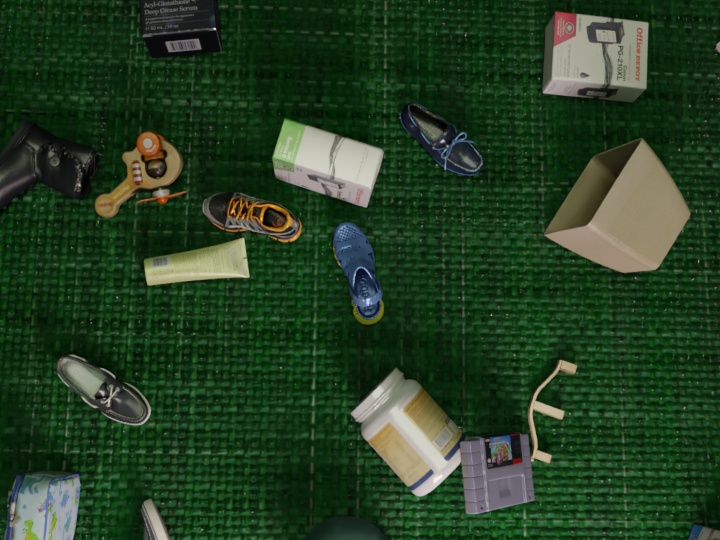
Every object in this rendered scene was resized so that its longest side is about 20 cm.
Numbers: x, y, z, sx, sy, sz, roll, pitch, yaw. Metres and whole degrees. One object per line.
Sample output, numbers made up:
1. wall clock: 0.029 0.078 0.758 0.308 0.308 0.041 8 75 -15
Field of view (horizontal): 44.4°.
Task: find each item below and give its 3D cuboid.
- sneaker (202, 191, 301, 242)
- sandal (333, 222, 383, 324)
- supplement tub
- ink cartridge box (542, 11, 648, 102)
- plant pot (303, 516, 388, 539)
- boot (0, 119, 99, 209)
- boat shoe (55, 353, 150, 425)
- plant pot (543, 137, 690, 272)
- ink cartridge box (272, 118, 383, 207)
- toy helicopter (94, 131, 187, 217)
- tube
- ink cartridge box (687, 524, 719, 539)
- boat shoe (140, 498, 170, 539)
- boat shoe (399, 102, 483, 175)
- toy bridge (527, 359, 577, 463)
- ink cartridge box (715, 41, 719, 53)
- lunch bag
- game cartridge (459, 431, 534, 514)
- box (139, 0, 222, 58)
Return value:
1. sneaker: -0.210 -0.112 1.709 0.196 0.077 0.080 11 82 0
2. sandal: 0.000 0.000 1.699 0.078 0.087 0.203 -20 81 -5
3. supplement tub: 0.090 0.294 1.626 0.144 0.144 0.200 -42 85 -9
4. ink cartridge box: 0.479 -0.434 1.799 0.196 0.084 0.148 5 81 -2
5. plant pot: -0.024 0.550 1.568 0.196 0.161 0.205 0 80 -3
6. boot: -0.613 -0.175 1.693 0.166 0.077 0.203 24 74 4
7. boat shoe: -0.483 0.224 1.644 0.197 0.060 0.077 28 80 1
8. plant pot: 0.509 -0.106 1.702 0.176 0.200 0.202 36 80 -9
9. ink cartridge box: -0.063 -0.204 1.697 0.196 0.146 0.086 18 80 0
10. toy helicopter: -0.429 -0.167 1.718 0.199 0.079 0.133 -38 93 2
11. tube: -0.316 -0.010 1.703 0.196 0.052 0.059 -10 123 -8
12. ink cartridge box: 0.652 0.550 1.589 0.083 0.200 0.147 24 80 1
13. boat shoe: -0.382 0.525 1.592 0.091 0.075 0.203 -20 83 -14
14. boat shoe: 0.159 -0.258 1.758 0.198 0.069 0.085 31 80 2
15. toy bridge: 0.359 0.270 1.705 0.066 0.027 0.204 19 80 2
16. ink cartridge box: 0.840 -0.428 1.789 0.082 0.147 0.201 -36 85 -9
17. lunch bag: -0.552 0.435 1.534 0.081 0.200 0.164 4 81 -2
18. game cartridge: 0.254 0.367 1.617 0.198 0.038 0.133 6 81 -48
19. box: -0.361 -0.543 1.755 0.145 0.107 0.204 -7 80 -4
